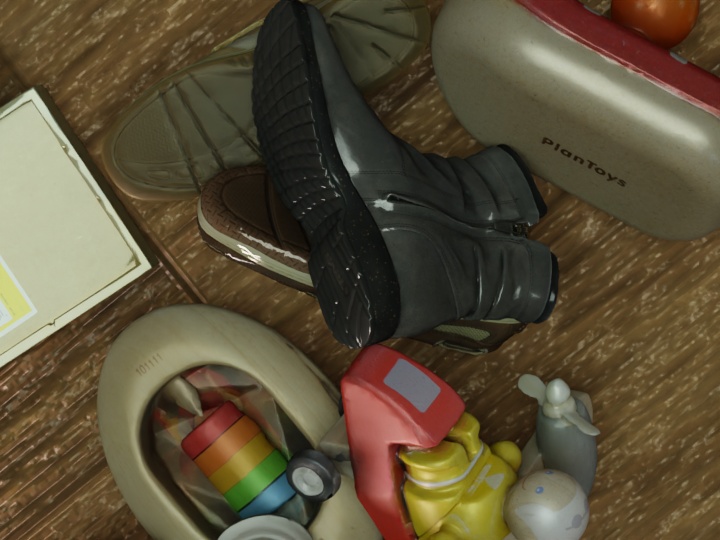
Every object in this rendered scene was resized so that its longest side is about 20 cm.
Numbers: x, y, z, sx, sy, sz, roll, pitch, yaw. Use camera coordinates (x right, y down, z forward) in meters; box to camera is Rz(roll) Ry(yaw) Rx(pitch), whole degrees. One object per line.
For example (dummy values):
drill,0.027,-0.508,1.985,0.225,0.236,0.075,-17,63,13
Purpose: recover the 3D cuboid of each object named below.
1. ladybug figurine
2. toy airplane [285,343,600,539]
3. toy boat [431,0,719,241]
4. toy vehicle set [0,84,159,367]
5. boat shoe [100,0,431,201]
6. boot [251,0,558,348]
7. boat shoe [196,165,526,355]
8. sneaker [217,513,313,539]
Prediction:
ladybug figurine,-0.063,0.106,1.679,0.136,0.072,0.200,-37,91,8
toy airplane,0.068,0.147,1.598,0.141,0.199,0.200,-14,70,40
toy boat,0.142,-0.116,1.630,0.200,0.131,0.131,29,67,1
toy vehicle set,-0.232,-0.001,1.707,0.200,0.027,0.124,-32,92,7
boat shoe,-0.051,-0.101,1.661,0.200,0.066,0.074,-26,100,4
boot,0.024,-0.055,1.606,0.131,0.070,0.200,-10,78,-29
boat shoe,0.000,0.005,1.647,0.202,0.075,0.075,17,136,-12
sneaker,-0.026,0.233,1.621,0.074,0.087,0.200,-29,104,11
